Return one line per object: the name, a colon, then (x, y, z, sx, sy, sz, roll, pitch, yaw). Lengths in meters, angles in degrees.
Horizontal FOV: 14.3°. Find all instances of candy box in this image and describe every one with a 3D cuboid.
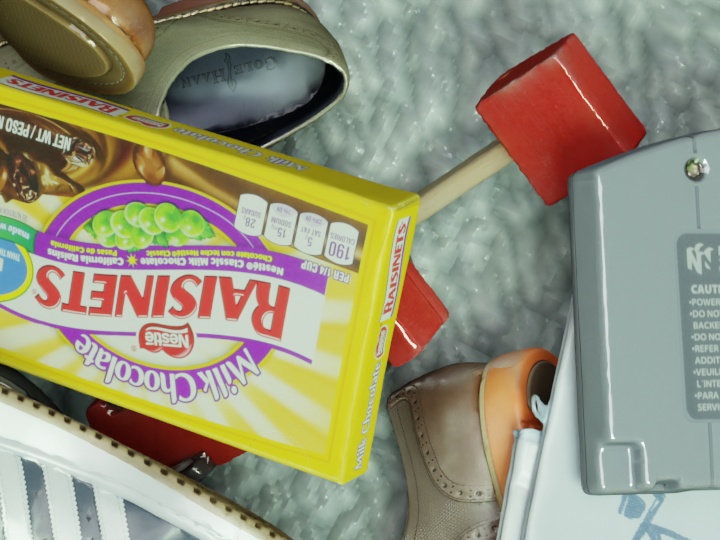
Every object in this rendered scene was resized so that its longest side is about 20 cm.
candy box: (-0.080, -0.004, 1.003, 0.200, 0.026, 0.102, 17, 111, 21)

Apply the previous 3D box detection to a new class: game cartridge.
game cartridge: (0.167, 0.013, 1.042, 0.200, 0.040, 0.134, 1, 87, -24)

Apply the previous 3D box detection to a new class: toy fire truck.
toy fire truck: (0.000, 0.000, 1.065, 0.200, 0.141, 0.049, -31, 102, 36)

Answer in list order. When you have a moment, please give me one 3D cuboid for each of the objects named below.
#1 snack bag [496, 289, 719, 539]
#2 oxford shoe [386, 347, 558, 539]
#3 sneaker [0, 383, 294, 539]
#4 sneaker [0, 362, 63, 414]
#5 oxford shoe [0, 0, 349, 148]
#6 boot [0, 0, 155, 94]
snack bag: (0.139, 0.083, 1.053, 0.188, 0.021, 0.200, 16, 78, -21)
oxford shoe: (0.054, 0.132, 1.073, 0.073, 0.071, 0.200, -11, 83, 28)
sneaker: (-0.112, 0.105, 0.991, 0.200, 0.070, 0.109, 27, 85, -8)
sneaker: (-0.101, 0.113, 1.072, 0.075, 0.079, 0.200, -32, 101, -7)
oxford shoe: (-0.099, -0.056, 1.070, 0.200, 0.074, 0.071, -23, 112, -11)
boot: (-0.091, -0.155, 1.072, 0.155, 0.200, 0.077, -40, 127, -10)
